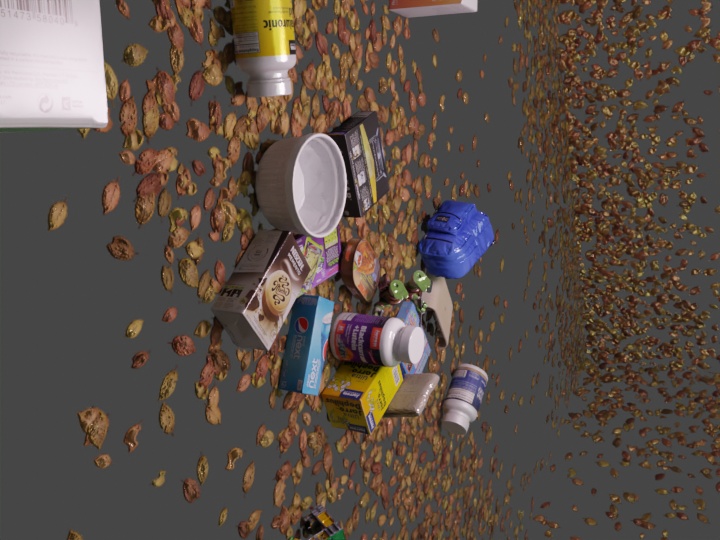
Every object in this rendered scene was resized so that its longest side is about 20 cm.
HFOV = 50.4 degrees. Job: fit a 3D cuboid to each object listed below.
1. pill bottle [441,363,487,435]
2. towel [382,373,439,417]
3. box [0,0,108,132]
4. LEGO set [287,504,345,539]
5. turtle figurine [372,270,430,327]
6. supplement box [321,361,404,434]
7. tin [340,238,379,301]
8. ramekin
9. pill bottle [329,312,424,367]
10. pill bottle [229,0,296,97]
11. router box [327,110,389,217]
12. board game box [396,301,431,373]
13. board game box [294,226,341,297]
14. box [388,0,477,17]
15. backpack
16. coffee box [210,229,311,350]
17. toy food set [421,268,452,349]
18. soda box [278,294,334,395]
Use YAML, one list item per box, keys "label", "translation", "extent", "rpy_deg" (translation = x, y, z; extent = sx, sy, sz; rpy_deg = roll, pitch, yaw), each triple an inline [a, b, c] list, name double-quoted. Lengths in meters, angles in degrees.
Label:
- label: "pill bottle"
  translation: [0.319, 0.401, 2.373]
  extent: [0.201, 0.110, 0.111]
  rpy_deg: [-65, 145, -32]
- label: "towel"
  translation: [0.083, 0.303, 1.843]
  extent: [0.133, 0.198, 0.035]
  rpy_deg: [-54, 125, -43]
- label: "box"
  translation: [-0.422, -0.258, 0.865]
  extent: [0.198, 0.169, 0.203]
  rpy_deg: [-19, 111, -59]
- label: "LEGO set"
  translation: [-0.102, 0.615, 1.673]
  extent: [0.153, 0.116, 0.202]
  rpy_deg: [-33, 123, -20]
- label: "turtle figurine"
  translation: [0.103, 0.093, 1.857]
  extent: [0.194, 0.142, 0.203]
  rpy_deg: [123, -24, -65]
- label: "supplement box"
  translation: [0.010, 0.268, 1.791]
  extent: [0.200, 0.108, 0.111]
  rpy_deg: [-53, 138, -44]
- label: "tin"
  translation: [0.000, 0.000, 1.785]
  extent: [0.200, 0.041, 0.113]
  rpy_deg: [57, 41, -62]
- label: "ramekin"
  translation: [-0.119, -0.167, 1.501]
  extent: [0.200, 0.104, 0.203]
  rpy_deg: [-14, 106, -61]
- label: "pill bottle"
  translation: [0.039, 0.159, 1.737]
  extent: [0.111, 0.198, 0.113]
  rpy_deg: [-12, 104, -60]
- label: "pill bottle"
  translation: [-0.172, -0.415, 1.365]
  extent: [0.111, 0.110, 0.203]
  rpy_deg: [-29, 119, -57]
- label: "router box"
  translation: [-0.001, -0.245, 1.759]
  extent: [0.157, 0.052, 0.202]
  rpy_deg: [-46, 132, -49]
- label: "board game box"
  translation: [0.131, 0.208, 2.081]
  extent: [0.152, 0.036, 0.201]
  rpy_deg: [-62, 144, -37]
- label: "board game box"
  translation: [-0.102, -0.029, 1.631]
  extent: [0.200, 0.032, 0.122]
  rpy_deg: [-33, 119, -55]
- label: "box"
  translation: [0.179, -0.712, 1.873]
  extent: [0.106, 0.198, 0.155]
  rpy_deg: [-14, 106, -61]
- label: "backpack"
  translation: [0.251, -0.086, 2.145]
  extent: [0.201, 0.161, 0.169]
  rpy_deg: [-51, 128, -28]
- label: "coffee box"
  translation: [-0.182, 0.034, 1.438]
  extent: [0.201, 0.079, 0.114]
  rpy_deg: [-65, 144, -33]
- label: "toy food set"
  translation: [0.218, 0.111, 2.219]
  extent: [0.201, 0.060, 0.145]
  rpy_deg: [67, 27, -42]
- label: "soda box"
  translation: [-0.112, 0.155, 1.600]
  extent: [0.068, 0.063, 0.203]
  rpy_deg: [26, 71, -59]
